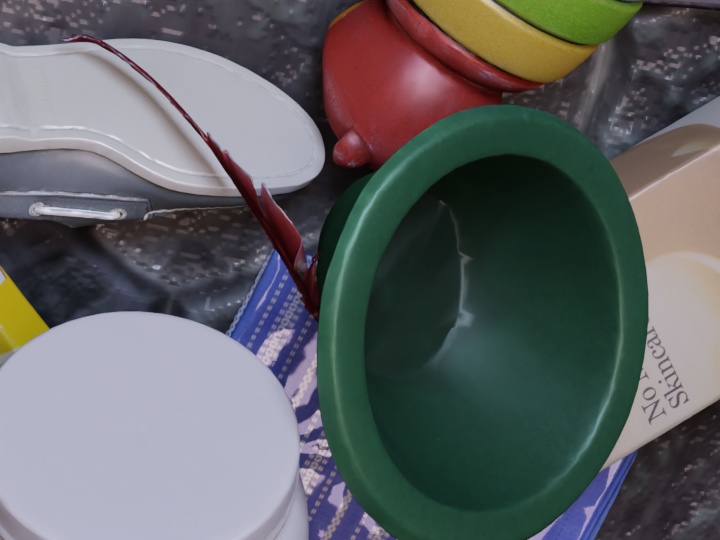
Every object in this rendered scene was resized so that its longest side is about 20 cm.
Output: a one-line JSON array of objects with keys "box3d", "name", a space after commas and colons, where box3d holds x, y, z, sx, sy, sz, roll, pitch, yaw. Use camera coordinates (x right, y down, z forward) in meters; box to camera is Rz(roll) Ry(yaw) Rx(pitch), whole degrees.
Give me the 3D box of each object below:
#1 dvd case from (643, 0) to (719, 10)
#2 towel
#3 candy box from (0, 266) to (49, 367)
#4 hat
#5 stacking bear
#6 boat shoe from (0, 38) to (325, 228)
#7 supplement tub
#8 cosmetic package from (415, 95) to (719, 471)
[{"box3d": [0.156, -0.212, 1.031, 0.142, 0.018, 0.201, 2, 105, -13], "name": "dvd case"}, {"box3d": [0.017, 0.092, 1.082, 0.199, 0.024, 0.145, 26, 97, -17], "name": "towel"}, {"box3d": [-0.213, -0.026, 0.970, 0.102, 0.026, 0.200, -19, 115, 40], "name": "candy box"}, {"box3d": [0.000, 0.000, 0.982, 0.165, 0.176, 0.201, -13, 106, -36], "name": "hat"}, {"box3d": [0.055, -0.123, 0.981, 0.114, 0.121, 0.200, 43, 115, 12], "name": "stacking bear"}, {"box3d": [-0.115, -0.053, 1.007, 0.199, 0.073, 0.062, 5, 145, -19], "name": "boat shoe"}, {"box3d": [-0.095, 0.128, 0.969, 0.139, 0.141, 0.201, -1, 137, -11], "name": "supplement tub"}, {"box3d": [0.109, 0.017, 1.044, 0.199, 0.071, 0.106, -32, 104, -7], "name": "cosmetic package"}]
